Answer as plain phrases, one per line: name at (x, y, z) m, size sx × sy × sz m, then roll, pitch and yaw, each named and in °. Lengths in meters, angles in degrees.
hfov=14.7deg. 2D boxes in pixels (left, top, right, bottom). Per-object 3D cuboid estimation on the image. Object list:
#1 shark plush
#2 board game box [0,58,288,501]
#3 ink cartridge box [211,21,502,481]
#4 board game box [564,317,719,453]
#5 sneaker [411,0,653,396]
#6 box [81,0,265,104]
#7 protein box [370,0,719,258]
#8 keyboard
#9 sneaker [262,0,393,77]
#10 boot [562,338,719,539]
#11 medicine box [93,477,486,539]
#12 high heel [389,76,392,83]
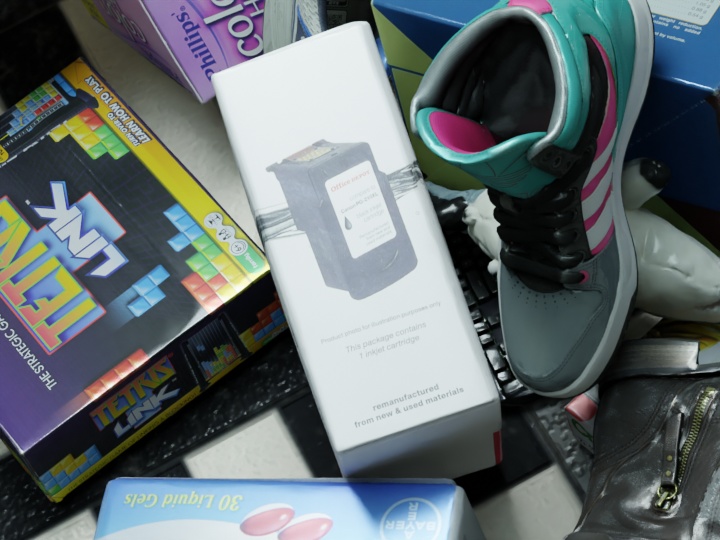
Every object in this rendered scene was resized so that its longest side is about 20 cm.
shark plush at (0.100, -0.005, 1.410) m, size 0.200 × 0.083 × 0.091 m, roll 2°, pitch 80°, yaw 41°
board game box at (-0.158, 0.001, 1.506) m, size 0.165 × 0.057 × 0.200 m, roll -37°, pitch 55°, yaw -11°
ink cartridge box at (0.000, 0.000, 1.367) m, size 0.084 × 0.145 × 0.200 m, roll -18°, pitch 74°, yaw -2°
board game box at (0.213, 0.089, 1.358) m, size 0.126 × 0.035 × 0.200 m, roll -42°, pitch 55°, yaw -14°
sneaker at (0.076, -0.038, 1.278) m, size 0.084 × 0.121 × 0.200 m, roll 8°, pitch 97°, yaw 35°
box at (-0.063, -0.209, 1.567) m, size 0.200 × 0.097 × 0.176 m, roll -36°, pitch 32°, yaw -9°
protein box at (0.148, -0.135, 1.447) m, size 0.198 × 0.135 × 0.200 m, roll 17°, pitch 55°, yaw 28°
keyboard at (0.087, -0.024, 1.481) m, size 0.127 × 0.021 × 0.200 m, roll -24°, pitch 54°, yaw 0°
sneaker at (-0.006, -0.185, 1.443) m, size 0.077 × 0.200 × 0.085 m, roll -11°, pitch 14°, yaw -24°
boot at (0.175, 0.119, 1.292) m, size 0.200 × 0.069 × 0.174 m, roll -2°, pitch 57°, yaw 29°
medicine box at (-0.040, 0.207, 1.312) m, size 0.182 × 0.103 × 0.200 m, roll -1°, pitch 56°, yaw 16°
high heel at (0.007, -0.105, 1.524) m, size 0.142 × 0.071 × 0.200 m, roll -21°, pitch 44°, yaw 10°
